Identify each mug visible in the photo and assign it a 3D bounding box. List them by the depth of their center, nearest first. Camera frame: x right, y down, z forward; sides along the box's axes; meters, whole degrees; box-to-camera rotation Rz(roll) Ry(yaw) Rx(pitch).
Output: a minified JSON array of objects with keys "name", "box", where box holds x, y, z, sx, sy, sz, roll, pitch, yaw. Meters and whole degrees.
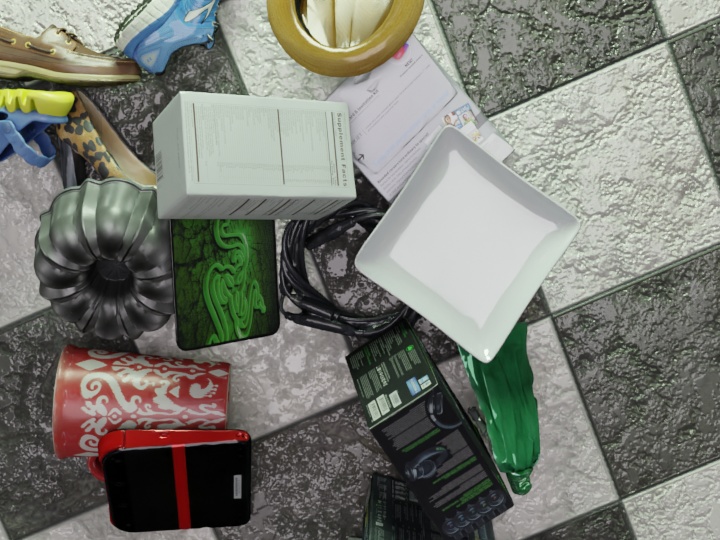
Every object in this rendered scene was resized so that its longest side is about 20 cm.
[{"name":"mug","box":[-0.257,0.170,1.308,0.196,0.178,0.136,2,61,-4]}]

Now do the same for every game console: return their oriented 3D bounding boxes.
[{"name":"game console","box":[-0.217,0.249,1.283,0.173,0.031,0.202,-3,139,-8]}]

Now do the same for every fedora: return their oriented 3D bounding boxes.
[{"name":"fedora","box":[-0.011,-0.306,1.238,0.196,0.082,0.205,-3,76,11]}]

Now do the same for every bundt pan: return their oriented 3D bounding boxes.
[{"name":"bundt pan","box":[-0.285,-0.001,1.251,0.198,0.076,0.205,-1,124,-1]}]

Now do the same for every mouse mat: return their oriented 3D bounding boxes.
[{"name":"mouse mat","box":[-0.157,-0.016,1.266,0.007,0.159,0.204,4,98,43]}]

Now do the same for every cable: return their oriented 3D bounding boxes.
[{"name":"cable","box":[0.000,0.000,1.304,0.196,0.051,0.166,11,98,5]}]

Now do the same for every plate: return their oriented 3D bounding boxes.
[{"name":"plate","box":[0.123,-0.031,1.257,0.199,0.032,0.201,35,89,-1]}]

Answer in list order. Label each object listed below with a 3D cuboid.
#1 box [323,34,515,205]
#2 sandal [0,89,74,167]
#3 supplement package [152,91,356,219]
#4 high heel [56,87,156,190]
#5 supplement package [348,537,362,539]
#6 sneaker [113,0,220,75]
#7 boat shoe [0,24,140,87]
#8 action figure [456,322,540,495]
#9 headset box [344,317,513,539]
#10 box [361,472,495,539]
[{"name":"box","box":[0.062,-0.165,1.289,0.156,0.041,0.200,-43,96,5]},{"name":"sandal","box":[-0.424,-0.167,1.254,0.196,0.079,0.089,6,100,21]},{"name":"supplement package","box":[-0.117,-0.121,1.193,0.197,0.109,0.116,0,80,-27]},{"name":"high heel","box":[-0.264,-0.141,1.275,0.196,0.071,0.146,2,101,7]},{"name":"supplement package","box":[0.074,0.429,1.307,0.196,0.151,0.155,5,97,0]},{"name":"sneaker","box":[-0.192,-0.309,1.262,0.200,0.079,0.089,-44,116,1]},{"name":"boat shoe","box":[-0.355,-0.252,1.262,0.196,0.072,0.069,6,95,-2]},{"name":"action figure","box":[0.170,0.165,1.286,0.116,0.055,0.204,-2,73,-30]},{"name":"headset box","box":[0.080,0.187,1.245,0.092,0.175,0.202,-31,113,3]},{"name":"box","box":[0.080,0.315,1.267,0.155,0.200,0.052,14,103,-2]}]
